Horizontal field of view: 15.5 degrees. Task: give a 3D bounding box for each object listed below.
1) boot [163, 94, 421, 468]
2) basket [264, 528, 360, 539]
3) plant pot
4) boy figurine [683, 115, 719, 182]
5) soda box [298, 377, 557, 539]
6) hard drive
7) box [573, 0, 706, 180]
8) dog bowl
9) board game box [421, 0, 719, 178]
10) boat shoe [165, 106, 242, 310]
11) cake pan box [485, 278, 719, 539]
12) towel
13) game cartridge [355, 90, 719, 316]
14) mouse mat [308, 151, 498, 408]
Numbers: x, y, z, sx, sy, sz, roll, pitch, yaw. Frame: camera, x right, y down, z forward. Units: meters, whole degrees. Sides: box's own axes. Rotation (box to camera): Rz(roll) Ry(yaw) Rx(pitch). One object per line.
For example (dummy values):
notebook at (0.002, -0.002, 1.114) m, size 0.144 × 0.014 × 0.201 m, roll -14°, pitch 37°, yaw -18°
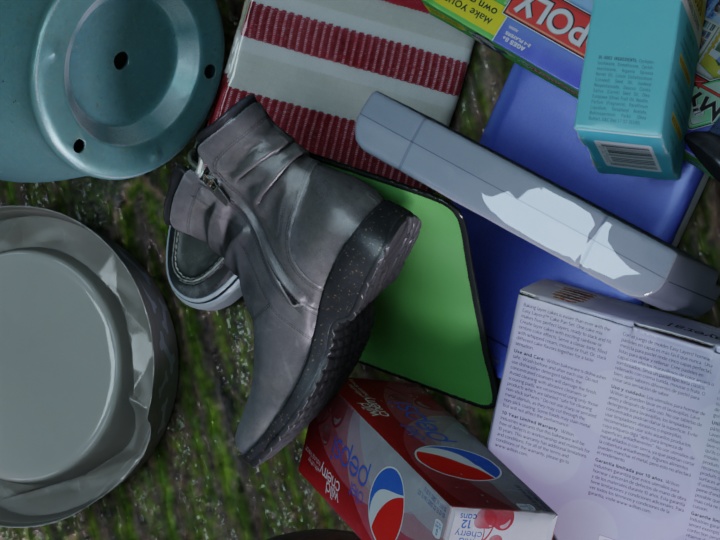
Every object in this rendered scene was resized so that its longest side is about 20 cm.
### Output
boot at (-0.056, 0.004, 1.469) m, size 0.131 × 0.070 × 0.201 m, roll 35°, pitch 123°, yaw 11°
basket at (-0.073, 0.226, 1.518) m, size 0.179 × 0.200 × 0.137 m, roll -17°, pitch 82°, yaw 24°
plant pot at (-0.184, -0.139, 1.543) m, size 0.187 × 0.199 × 0.201 m, roll 21°, pitch 98°, yaw 46°
boy figurine at (0.274, -0.104, 1.423) m, size 0.200 × 0.064 × 0.125 m, roll -39°, pitch 109°, yaw -1°
soda box at (0.033, 0.123, 1.481) m, size 0.200 × 0.070 × 0.064 m, roll -139°, pitch 58°, yaw -62°
hard drive at (0.119, -0.031, 1.529) m, size 0.131 × 0.025 × 0.201 m, roll 28°, pitch 101°, yaw 22°
box at (0.160, -0.157, 1.433) m, size 0.049 × 0.082 × 0.201 m, roll 7°, pitch 77°, yaw 16°
dog bowl at (-0.203, 0.060, 1.657) m, size 0.199 × 0.059 × 0.202 m, roll -1°, pitch 89°, yaw 25°
board game box at (0.152, -0.159, 1.495) m, size 0.199 × 0.029 × 0.135 m, roll 32°, pitch 85°, yaw 22°
boat shoe at (-0.075, -0.071, 1.592) m, size 0.072 × 0.071 × 0.201 m, roll 26°, pitch 100°, yaw 22°
cake pan box at (0.166, 0.118, 1.473) m, size 0.199 × 0.052 × 0.185 m, roll 15°, pitch 107°, yaw 21°
towel at (-0.008, -0.120, 1.546) m, size 0.143 × 0.023 × 0.201 m, roll 14°, pitch 97°, yaw -19°
game cartridge at (0.095, -0.035, 1.452) m, size 0.199 × 0.133 × 0.041 m, roll 29°, pitch 91°, yaw 22°
mouse mat at (0.000, 0.000, 1.511) m, size 0.160 × 0.201 × 0.008 m, roll 20°, pitch 58°, yaw 23°
